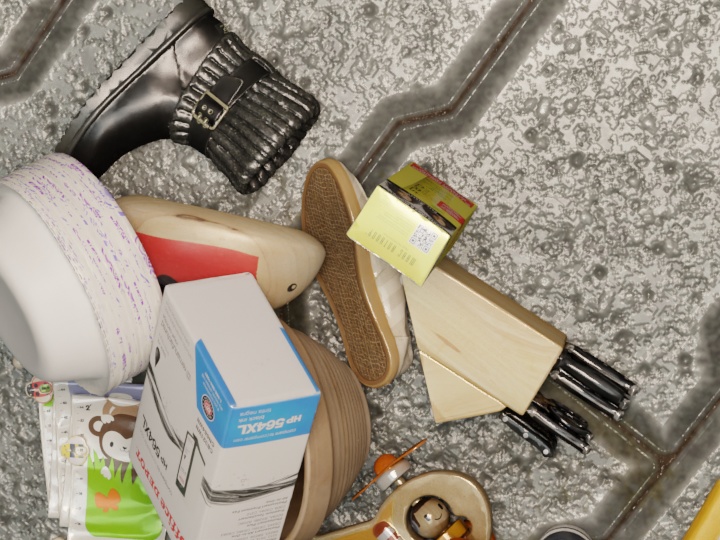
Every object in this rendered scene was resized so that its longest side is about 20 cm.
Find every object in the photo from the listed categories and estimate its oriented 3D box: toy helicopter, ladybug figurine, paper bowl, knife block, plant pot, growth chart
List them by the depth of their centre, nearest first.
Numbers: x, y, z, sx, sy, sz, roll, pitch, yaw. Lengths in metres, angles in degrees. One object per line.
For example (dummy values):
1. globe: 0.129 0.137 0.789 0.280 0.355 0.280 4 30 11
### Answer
1. paper bowl: -0.255 0.012 1.659 0.104 0.200 0.202 -30 92 -24
2. ladybug figurine: -0.130 -0.014 1.672 0.198 0.136 0.073 12 89 12
3. knife block: 0.138 0.062 1.679 0.174 0.064 0.202 -13 95 10
4. plant pot: -0.054 0.132 1.684 0.092 0.200 0.203 -8 98 -30
5. toy helicopter: 0.017 0.222 1.716 0.198 0.079 0.134 -15 94 15
6. growth chart: -0.228 0.166 1.777 0.143 0.018 0.202 -7 97 9

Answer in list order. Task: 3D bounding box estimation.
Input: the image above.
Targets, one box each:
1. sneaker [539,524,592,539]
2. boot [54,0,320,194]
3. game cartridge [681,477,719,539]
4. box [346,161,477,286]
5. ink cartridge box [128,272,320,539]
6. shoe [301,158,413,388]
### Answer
1. sneaker: 0.150 0.322 1.706 0.078 0.079 0.202 15 101 6
2. boot: -0.152 -0.114 1.694 0.158 0.079 0.211 45 102 1
3. game cartridge: 0.336 0.307 1.697 0.175 0.032 0.201 29 100 5
4. box: 0.045 -0.041 1.610 0.075 0.200 0.050 34 102 4
5. ink cartridge box: -0.115 0.127 1.611 0.084 0.146 0.201 -8 135 -28
6. shoe: 0.000 0.000 1.704 0.070 0.053 0.202 -14 92 44
